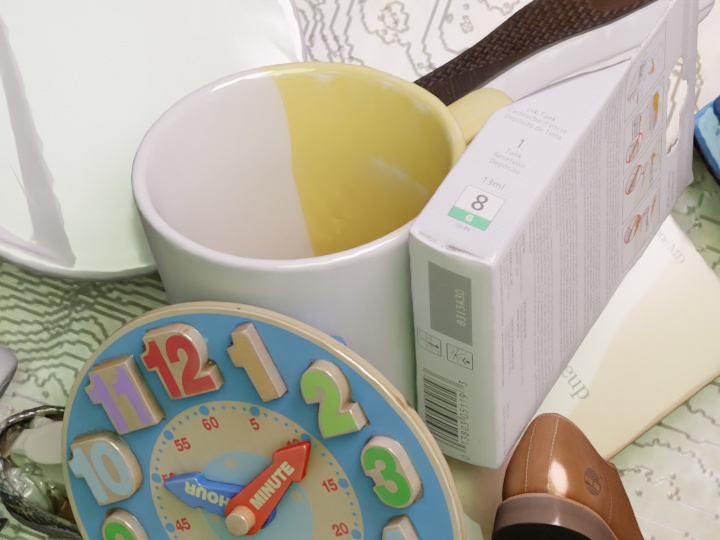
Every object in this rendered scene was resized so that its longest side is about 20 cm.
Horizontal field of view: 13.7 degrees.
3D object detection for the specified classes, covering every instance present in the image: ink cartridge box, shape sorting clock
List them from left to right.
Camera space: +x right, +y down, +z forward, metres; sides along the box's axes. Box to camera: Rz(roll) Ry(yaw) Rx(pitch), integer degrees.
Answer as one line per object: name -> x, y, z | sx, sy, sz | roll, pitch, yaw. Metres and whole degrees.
shape sorting clock -> -0.046, 0.105, 1.334 | 0.199, 0.039, 0.201 | 13, 118, 24
ink cartridge box -> 0.090, -0.030, 1.369 | 0.050, 0.161, 0.200 | 22, 57, 19

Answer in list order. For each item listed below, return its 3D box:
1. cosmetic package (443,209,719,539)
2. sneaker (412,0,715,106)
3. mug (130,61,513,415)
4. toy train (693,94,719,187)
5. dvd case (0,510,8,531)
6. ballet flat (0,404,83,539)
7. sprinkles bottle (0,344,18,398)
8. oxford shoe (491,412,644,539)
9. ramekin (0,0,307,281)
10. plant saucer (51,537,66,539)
cosmetic package -> 0.088, 0.057, 1.487 | 0.200, 0.071, 0.105 | -38, 87, -7
sneaker -> 0.100, -0.086, 1.516 | 0.200, 0.073, 0.085 | -30, 118, -13
mug -> -0.004, 0.006, 1.383 | 0.186, 0.150, 0.154 | -8, 129, -3
toy train -> 0.220, -0.078, 1.453 | 0.114, 0.200, 0.087 | -40, 89, 3
dvd case -> -0.282, 0.166, 1.451 | 0.146, 0.022, 0.200 | 32, 93, 5
ballet flat -> -0.098, 0.108, 1.423 | 0.200, 0.072, 0.072 | 14, 82, 29
sprinkles bottle -> -0.265, 0.015, 1.465 | 0.200, 0.068, 0.068 | 35, 82, 0
oxford shoe -> 0.113, 0.130, 1.432 | 0.071, 0.200, 0.071 | 0, 61, 15
ramekin -> -0.129, -0.090, 1.474 | 0.202, 0.094, 0.203 | 1, 84, -5
plant saucer -> -0.085, 0.196, 1.432 | 0.200, 0.048, 0.200 | -43, 52, -9
